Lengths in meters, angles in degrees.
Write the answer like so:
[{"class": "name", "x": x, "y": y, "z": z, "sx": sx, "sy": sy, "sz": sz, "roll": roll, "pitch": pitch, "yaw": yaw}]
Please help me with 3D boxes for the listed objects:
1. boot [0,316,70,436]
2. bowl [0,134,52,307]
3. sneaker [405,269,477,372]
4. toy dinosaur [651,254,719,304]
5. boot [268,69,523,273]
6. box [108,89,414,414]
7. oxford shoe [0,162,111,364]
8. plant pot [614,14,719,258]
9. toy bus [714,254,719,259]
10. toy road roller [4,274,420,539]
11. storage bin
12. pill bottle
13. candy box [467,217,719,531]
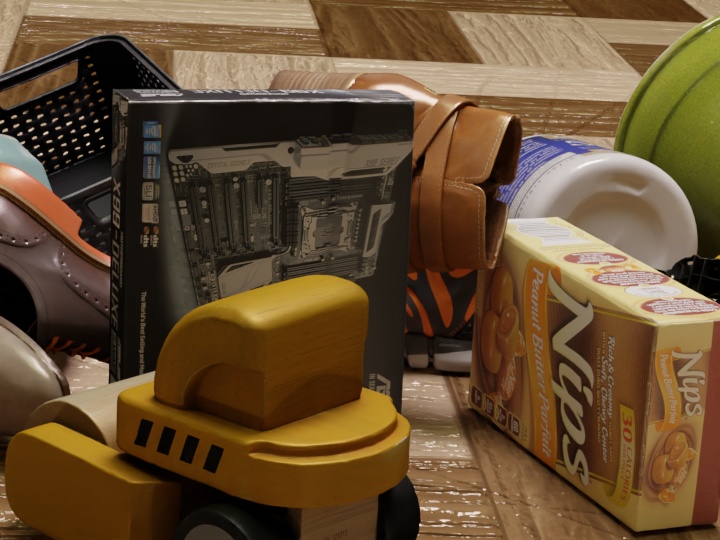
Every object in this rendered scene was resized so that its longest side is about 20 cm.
[{"class": "boot", "x": -0.272, "y": 0.064, "z": 1.166, "sx": 0.200, "sy": 0.070, "sz": 0.146, "roll": 11, "pitch": 19, "yaw": 42}, {"class": "bowl", "x": -0.261, "y": -0.027, "z": 1.304, "sx": 0.201, "sy": 0.105, "sz": 0.201, "roll": 0, "pitch": -3, "yaw": 0}, {"class": "sneaker", "x": 0.000, "y": 0.000, "z": 1.353, "sx": 0.200, "sy": 0.112, "sz": 0.078, "roll": 0, "pitch": 16, "yaw": -12}, {"class": "toy dinosaur", "x": 0.210, "y": 0.059, "z": 1.274, "sx": 0.200, "sy": 0.102, "sz": 0.136, "roll": -1, "pitch": -20, "yaw": 35}, {"class": "boot", "x": 0.005, "y": -0.014, "z": 1.253, "sx": 0.155, "sy": 0.200, "sz": 0.074, "roll": 12, "pitch": 6, "yaw": 23}, {"class": "box", "x": -0.055, "y": 0.003, "z": 1.178, "sx": 0.158, "sy": 0.200, "sz": 0.050, "roll": -1, "pitch": 13, "yaw": -17}, {"class": "oxford shoe", "x": -0.153, "y": 0.030, "z": 1.215, "sx": 0.200, "sy": 0.071, "sz": 0.073, "roll": 38, "pitch": 52, "yaw": -9}, {"class": "plant pot", "x": 0.302, "y": -0.051, "z": 1.471, "sx": 0.200, "sy": 0.201, "sz": 0.193, "roll": -3, "pitch": 29, "yaw": -22}, {"class": "toy bus", "x": 0.278, "y": 0.023, "z": 1.322, "sx": 0.200, "sy": 0.078, "sz": 0.065, "roll": 2, "pitch": 26, "yaw": 46}, {"class": "toy road roller", "x": -0.066, "y": 0.069, "z": 1.043, "sx": 0.200, "sy": 0.146, "sz": 0.123, "roll": 17, "pitch": 20, "yaw": 37}, {"class": "storage bin", "x": -0.178, "y": -0.067, "z": 1.471, "sx": 0.135, "sy": 0.094, "sz": 0.200, "roll": -25, "pitch": 33, "yaw": -16}, {"class": "pill bottle", "x": 0.133, "y": -0.029, "z": 1.455, "sx": 0.120, "sy": 0.120, "sz": 0.200, "roll": -1, "pitch": 9, "yaw": -15}, {"class": "candy box", "x": 0.128, "y": 0.051, "z": 1.200, "sx": 0.055, "sy": 0.116, "sz": 0.200, "roll": -4, "pitch": 18, "yaw": -23}]
